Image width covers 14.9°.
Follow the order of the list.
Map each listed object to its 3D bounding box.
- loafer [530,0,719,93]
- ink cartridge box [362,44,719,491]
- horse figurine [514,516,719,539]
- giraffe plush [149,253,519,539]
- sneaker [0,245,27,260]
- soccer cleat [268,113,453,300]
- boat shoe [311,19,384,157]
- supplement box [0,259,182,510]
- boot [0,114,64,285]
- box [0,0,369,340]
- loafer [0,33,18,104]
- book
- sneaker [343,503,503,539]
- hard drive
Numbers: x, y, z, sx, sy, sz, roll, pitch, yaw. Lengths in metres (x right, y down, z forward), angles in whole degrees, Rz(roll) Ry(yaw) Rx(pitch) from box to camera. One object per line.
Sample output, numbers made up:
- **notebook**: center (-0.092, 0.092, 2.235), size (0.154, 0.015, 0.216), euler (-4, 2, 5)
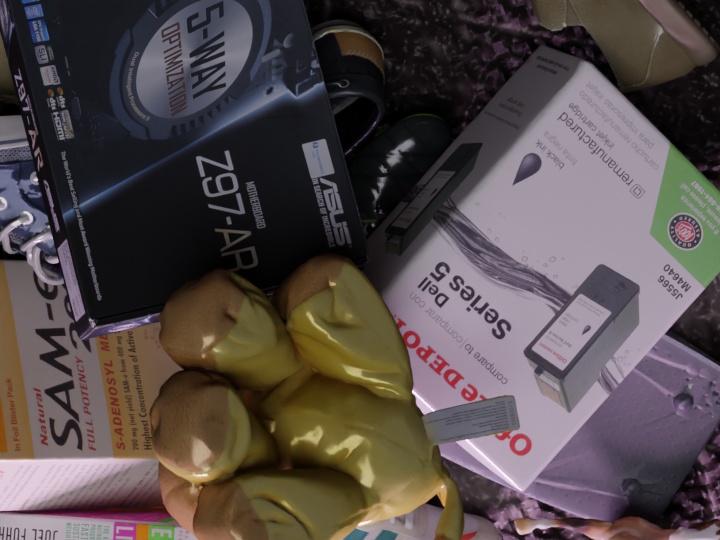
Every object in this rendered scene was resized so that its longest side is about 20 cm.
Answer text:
- **loafer**: center (0.112, -0.169, 1.508), size (0.067, 0.076, 0.200), euler (-43, 106, 14)
- **ink cartridge box**: center (0.095, -0.001, 1.534), size (0.145, 0.084, 0.200), euler (42, 88, -19)
- **horse figurine**: center (0.144, 0.194, 1.665), size (0.132, 0.050, 0.200), euler (-3, 145, -13)
- **giraffe plush**: center (-0.042, 0.091, 1.460), size (0.199, 0.173, 0.162), euler (10, 162, -28)
- **sneaker**: center (-0.217, -0.057, 1.580), size (0.082, 0.073, 0.200), euler (-27, 128, 14)
- **soccer cleat**: center (0.000, 0.000, 1.586), size (0.067, 0.081, 0.200), euler (14, 122, -39)
- **boat shoe**: center (-0.063, -0.061, 1.569), size (0.200, 0.062, 0.075), euler (-38, 135, 18)
- **supplement box**: center (-0.153, 0.064, 1.559), size (0.199, 0.127, 0.074), euler (1, 153, -28)
- **boot**: center (-0.180, -0.032, 1.500), size (0.199, 0.073, 0.091), euler (-11, 71, -14)
- **box**: center (-0.097, -0.078, 1.481), size (0.160, 0.044, 0.201), euler (-12, 84, -17)
- **loafer**: center (-0.196, -0.128, 1.543), size (0.199, 0.068, 0.076), euler (17, 115, -4)
- **book**: center (-0.152, 0.154, 1.593), size (0.199, 0.134, 0.048), euler (2, 84, 25)
- **sneaker**: center (-0.011, 0.149, 1.662), size (0.199, 0.070, 0.094), euler (0, 117, -1)
- **hard drive**: center (0.110, 0.065, 1.636), size (0.199, 0.042, 0.135), euler (25, 115, -9)
